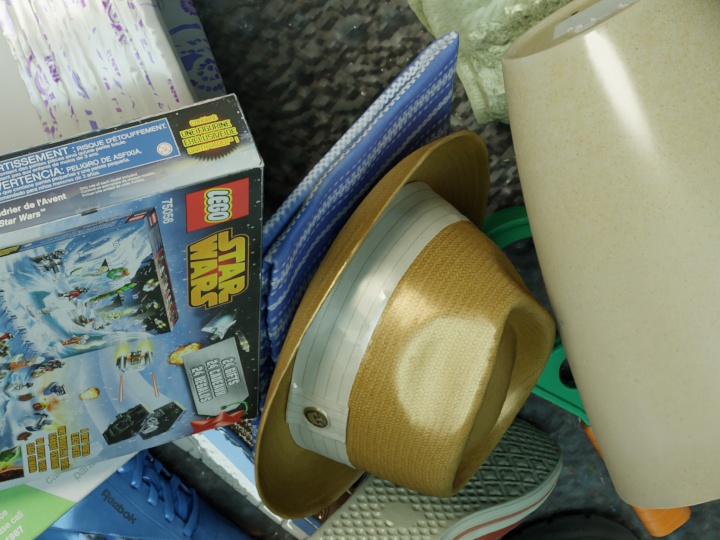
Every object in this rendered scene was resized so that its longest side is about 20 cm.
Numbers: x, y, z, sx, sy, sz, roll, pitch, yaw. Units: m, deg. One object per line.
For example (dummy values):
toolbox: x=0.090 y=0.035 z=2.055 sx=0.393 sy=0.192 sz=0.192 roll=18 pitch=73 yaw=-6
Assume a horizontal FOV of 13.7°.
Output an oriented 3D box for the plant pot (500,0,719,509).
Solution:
plant pot: x=0.149 y=-0.030 z=1.323 sx=0.187 sy=0.187 sz=0.200 roll=-27 pitch=101 yaw=10

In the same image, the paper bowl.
paper bowl: x=-0.126 y=-0.099 z=1.269 sx=0.104 sy=0.201 sz=0.201 roll=-21 pitch=117 yaw=2

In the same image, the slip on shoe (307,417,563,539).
slip on shoe: x=0.028 y=0.125 z=1.419 sx=0.074 sy=0.200 sz=0.061 roll=31 pitch=130 yaw=18

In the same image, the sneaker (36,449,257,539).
sneaker: x=-0.120 y=0.110 z=1.457 sx=0.200 sy=0.066 sz=0.079 roll=24 pitch=114 yaw=-15

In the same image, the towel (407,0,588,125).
towel: x=0.113 y=-0.159 z=1.351 sx=0.200 sy=0.037 sz=0.149 roll=-27 pitch=117 yaw=10

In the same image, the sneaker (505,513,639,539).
sneaker: x=0.050 y=0.182 z=1.493 sx=0.199 sy=0.091 sz=0.076 roll=-18 pitch=119 yaw=7

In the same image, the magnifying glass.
magnifying glass: x=0.108 y=0.052 z=1.464 sx=0.080 sy=0.022 sz=0.200 roll=-35 pitch=116 yaw=-2

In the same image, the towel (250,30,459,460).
towel: x=0.000 y=0.000 z=1.337 sx=0.024 sy=0.145 sz=0.200 roll=32 pitch=152 yaw=18

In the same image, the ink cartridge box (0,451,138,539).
ink cartridge box: x=-0.196 y=0.031 z=1.343 sx=0.145 sy=0.084 sz=0.200 roll=-40 pitch=94 yaw=-11

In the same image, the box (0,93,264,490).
box: x=-0.109 y=0.015 z=1.221 sx=0.137 sy=0.040 sz=0.200 roll=-15 pitch=150 yaw=-12

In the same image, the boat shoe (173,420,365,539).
boat shoe: x=-0.034 y=0.075 z=1.442 sx=0.200 sy=0.072 sz=0.072 roll=35 pitch=103 yaw=-23

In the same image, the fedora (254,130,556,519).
fedora: x=0.031 y=0.038 z=1.317 sx=0.082 sy=0.201 sz=0.201 roll=28 pitch=116 yaw=18
